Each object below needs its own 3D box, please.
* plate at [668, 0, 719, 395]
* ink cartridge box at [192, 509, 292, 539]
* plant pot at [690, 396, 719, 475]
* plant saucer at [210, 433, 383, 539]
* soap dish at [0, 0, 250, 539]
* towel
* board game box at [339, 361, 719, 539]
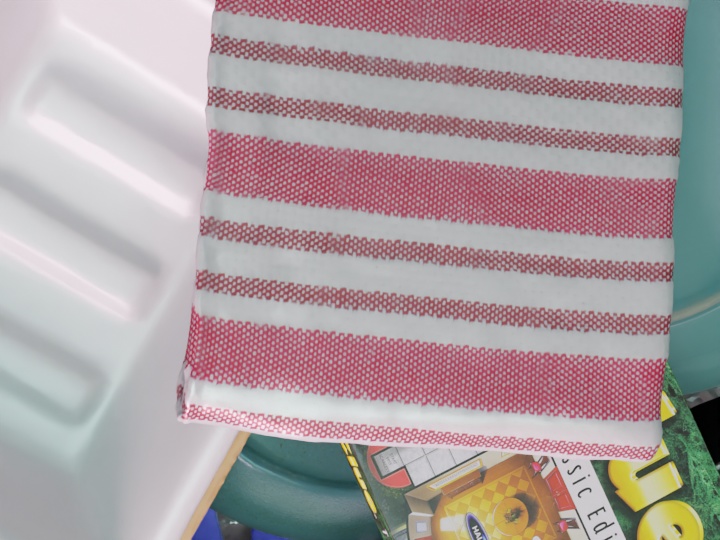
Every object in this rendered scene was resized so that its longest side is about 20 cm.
[{"bbox_3d":[0.083,-0.049,0.659,0.198,0.026,0.202,3,106,11],"label":"plate"},{"bbox_3d":[-0.118,0.113,0.745,0.198,0.043,0.200,-14,103,3],"label":"ink cartridge box"},{"bbox_3d":[0.118,0.156,0.739,0.199,0.177,0.201,-28,98,2],"label":"plant pot"},{"bbox_3d":[0.000,0.000,0.714,0.199,0.027,0.202,-1,94,-14],"label":"plant saucer"},{"bbox_3d":[-0.094,-0.007,0.633,0.157,0.081,0.201,30,86,-16],"label":"soap dish"},{"bbox_3d":[0.024,-0.046,0.595,0.145,0.030,0.202,6,80,-10],"label":"towel"},{"bbox_3d":[0.058,0.070,0.614,0.104,0.023,0.201,-26,92,-15],"label":"board game box"}]
